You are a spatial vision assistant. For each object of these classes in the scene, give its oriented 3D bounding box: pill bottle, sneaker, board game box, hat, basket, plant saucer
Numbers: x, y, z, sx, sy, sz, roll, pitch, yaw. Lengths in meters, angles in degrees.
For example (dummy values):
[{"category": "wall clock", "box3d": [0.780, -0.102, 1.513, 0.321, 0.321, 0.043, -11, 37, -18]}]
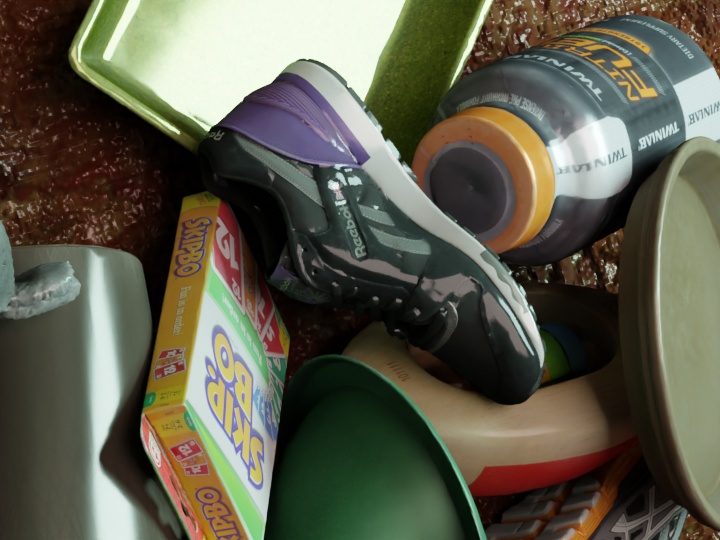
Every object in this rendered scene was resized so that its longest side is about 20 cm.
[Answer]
[{"category": "pill bottle", "box3d": [0.102, -0.063, 1.520, 0.200, 0.106, 0.106, -26, 97, -56]}, {"category": "sneaker", "box3d": [0.000, 0.000, 1.434, 0.088, 0.076, 0.200, -39, 84, -28]}, {"category": "board game box", "box3d": [-0.067, 0.054, 1.391, 0.200, 0.030, 0.096, -80, 152, -55]}, {"category": "hat", "box3d": [-0.049, 0.161, 1.387, 0.176, 0.166, 0.200, -22, 88, -31]}, {"category": "sneaker", "box3d": [0.123, 0.142, 1.556, 0.200, 0.078, 0.077, -44, 111, -32]}, {"category": "basket", "box3d": [-0.146, 0.098, 1.348, 0.180, 0.136, 0.201, 19, 61, -65]}, {"category": "plant saucer", "box3d": [0.171, 0.033, 1.498, 0.200, 0.029, 0.201, -5, 90, -66]}, {"category": "plant saucer", "box3d": [-0.043, -0.129, 1.507, 0.200, 0.048, 0.200, 34, 65, -24]}]

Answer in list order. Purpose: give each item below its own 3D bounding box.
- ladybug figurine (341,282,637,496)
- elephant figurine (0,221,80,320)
[{"category": "ladybug figurine", "box3d": [0.078, 0.064, 1.518, 0.200, 0.136, 0.072, -11, 125, -28]}, {"category": "elephant figurine", "box3d": [-0.243, -0.050, 1.264, 0.141, 0.155, 0.200, -34, 68, 0]}]
